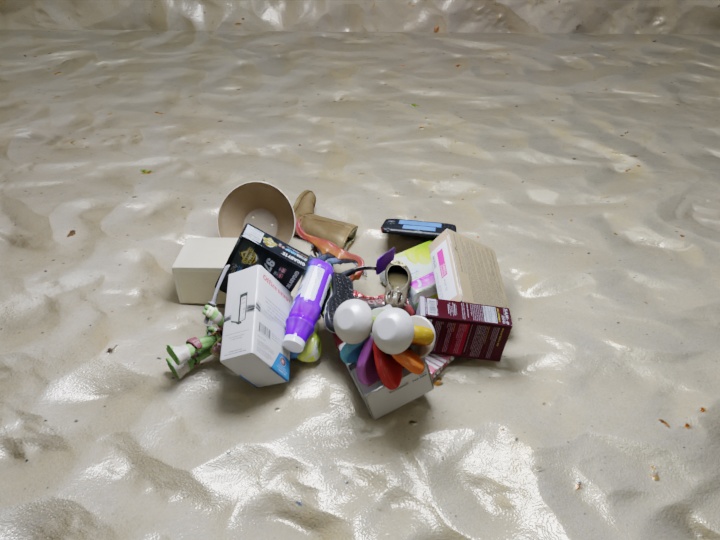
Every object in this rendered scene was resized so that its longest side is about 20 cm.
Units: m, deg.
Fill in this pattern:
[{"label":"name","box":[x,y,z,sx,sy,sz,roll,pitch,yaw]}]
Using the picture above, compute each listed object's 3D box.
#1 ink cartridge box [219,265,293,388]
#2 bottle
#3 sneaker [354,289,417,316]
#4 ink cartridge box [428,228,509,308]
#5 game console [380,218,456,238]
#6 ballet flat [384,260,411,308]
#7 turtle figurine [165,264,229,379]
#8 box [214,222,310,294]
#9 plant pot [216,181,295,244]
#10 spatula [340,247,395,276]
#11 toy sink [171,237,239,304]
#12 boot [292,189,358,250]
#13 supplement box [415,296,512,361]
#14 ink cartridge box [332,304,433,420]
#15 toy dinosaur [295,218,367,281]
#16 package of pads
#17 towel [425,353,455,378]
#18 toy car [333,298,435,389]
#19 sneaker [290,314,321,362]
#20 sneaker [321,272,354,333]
[{"label":"ink cartridge box","box":[-0.210,0.116,1.494,0.083,0.146,0.204,-15,54,21]},{"label":"bottle","box":[-0.114,0.076,1.531,0.064,0.084,0.203,21,57,-6]},{"label":"sneaker","box":[0.029,0.097,1.652,0.195,0.072,0.099,6,36,9]},{"label":"ink cartridge box","box":[0.248,0.026,1.647,0.162,0.075,0.204,20,47,-32]},{"label":"game console","box":[0.156,-0.111,1.908,0.194,0.032,0.177,5,8,6]},{"label":"ballet flat","box":[0.083,0.025,1.651,0.066,0.047,0.201,6,31,6]},{"label":"turtle figurine","box":[-0.336,0.125,1.549,0.192,0.204,0.143,-31,12,-31]},{"label":"box","box":[-0.218,0.004,1.587,0.157,0.201,0.047,28,46,-11]},{"label":"plant pot","box":[-0.262,-0.117,1.860,0.195,0.206,0.134,-1,-2,-3]},{"label":"spatula","box":[0.000,0.000,1.692,0.196,0.057,0.021,-19,47,-21]},{"label":"toy sink","box":[-0.331,0.003,1.734,0.194,0.114,0.132,0,35,6]},{"label":"boot","box":[-0.096,-0.133,1.969,0.196,0.067,0.177,16,51,20]},{"label":"supplement box","box":[0.212,0.125,1.536,0.195,0.111,0.062,8,39,-4]},{"label":"ink cartridge box","box":[0.045,0.187,1.496,0.144,0.084,0.201,-25,41,-6]},{"label":"toy dinosaur","box":[-0.070,-0.031,1.766,0.179,0.201,0.106,-6,38,49]},{"label":"package of pads","box":[0.160,0.004,1.783,0.197,0.069,0.154,-22,43,-29]},{"label":"towel","box":[0.154,0.161,1.609,0.145,0.031,0.199,26,42,33]},{"label":"toy car","box":[0.041,0.146,1.380,0.196,0.154,0.174,11,-5,30]},{"label":"sneaker","box":[-0.140,0.111,1.606,0.102,0.077,0.203,-6,48,3]},{"label":"sneaker","box":[-0.052,0.088,1.578,0.071,0.084,0.201,26,29,-10]}]
